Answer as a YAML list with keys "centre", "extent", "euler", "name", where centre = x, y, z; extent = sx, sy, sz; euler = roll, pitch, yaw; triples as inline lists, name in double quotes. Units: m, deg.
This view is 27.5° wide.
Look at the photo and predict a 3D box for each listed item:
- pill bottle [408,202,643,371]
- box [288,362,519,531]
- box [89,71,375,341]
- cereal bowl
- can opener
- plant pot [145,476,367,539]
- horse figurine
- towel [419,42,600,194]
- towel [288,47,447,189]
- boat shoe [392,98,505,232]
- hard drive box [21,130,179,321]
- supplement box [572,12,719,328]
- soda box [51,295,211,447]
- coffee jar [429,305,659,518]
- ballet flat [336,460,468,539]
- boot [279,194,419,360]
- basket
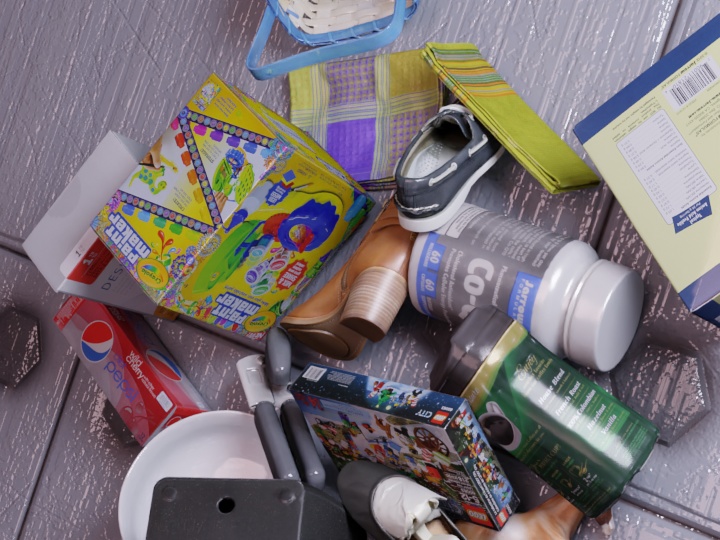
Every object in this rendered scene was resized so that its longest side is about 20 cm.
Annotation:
- centre: [0.152, 0.016, 1.352]
  extent: [0.198, 0.113, 0.115]
  euler: [20, 90, 32]
  name: "pill bottle"
- centre: [0.039, 0.161, 1.354]
  extent: [0.198, 0.137, 0.038]
  euler: [9, 48, 45]
  name: "box"
- centre: [-0.121, -0.056, 1.445]
  extent: [0.193, 0.200, 0.122]
  euler: [-49, 63, 8]
  name: "box"
- centre: [-0.138, 0.246, 1.473]
  extent: [0.197, 0.084, 0.202]
  euler: [-4, 58, 6]
  name: "cereal bowl"
- centre: [-0.080, 0.139, 1.446]
  extent: [0.201, 0.052, 0.067]
  euler: [-112, 24, -47]
  name: "can opener"
- centre: [-0.108, 0.280, 1.294]
  extent: [0.197, 0.178, 0.202]
  euler: [0, 57, 9]
  name: "plant pot"
- centre: [0.138, 0.264, 1.347]
  extent: [0.198, 0.050, 0.135]
  euler: [-5, 83, 27]
  name: "horse figurine"
- centre: [0.144, -0.149, 1.400]
  extent: [0.200, 0.086, 0.018]
  euler: [50, 127, 23]
  name: "towel"
- centre: [0.005, -0.156, 1.527]
  extent: [0.198, 0.023, 0.146]
  euler: [-1, 80, 30]
  name: "towel"
- centre: [0.089, -0.120, 1.389]
  extent: [0.075, 0.061, 0.201]
  euler: [5, 43, 23]
  name: "boat shoe"
- centre: [-0.228, -0.041, 1.536]
  extent: [0.156, 0.199, 0.077]
  euler: [-50, 60, 12]
  name: "hard drive box"
- centre: [0.328, -0.088, 1.258]
  extent: [0.199, 0.134, 0.201]
  euler: [-38, 64, 18]
  name: "supplement box"
- centre: [-0.249, 0.102, 1.594]
  extent: [0.064, 0.070, 0.200]
  euler: [-48, 61, 14]
  name: "soda box"
- centre: [0.156, 0.120, 1.285]
  extent: [0.199, 0.105, 0.086]
  euler: [37, 62, 7]
  name: "coffee jar"
- centre: [0.064, 0.235, 1.309]
  extent: [0.200, 0.069, 0.068]
  euler: [42, 60, 8]
  name: "ballet flat"
- centre: [0.000, 0.000, 1.463]
  extent: [0.200, 0.076, 0.157]
  euler: [-31, 31, 63]
  name: "boot"
- centre: [-0.022, -0.285, 1.489]
  extent: [0.174, 0.140, 0.202]
  euler: [-8, 45, 29]
  name: "basket"
